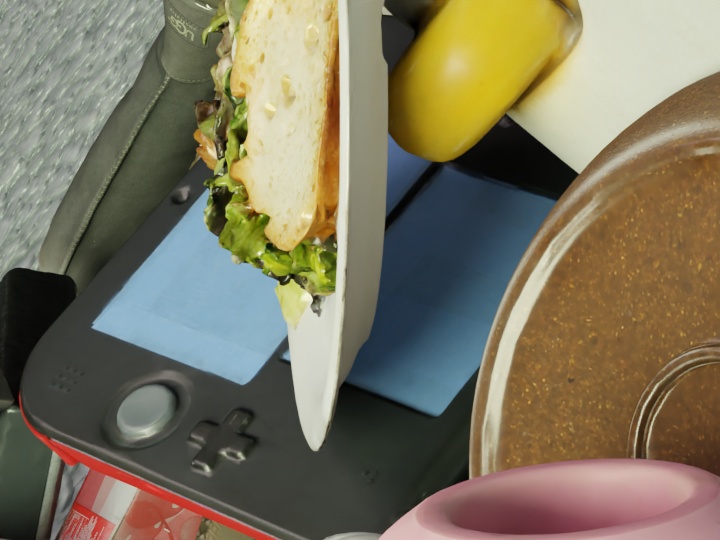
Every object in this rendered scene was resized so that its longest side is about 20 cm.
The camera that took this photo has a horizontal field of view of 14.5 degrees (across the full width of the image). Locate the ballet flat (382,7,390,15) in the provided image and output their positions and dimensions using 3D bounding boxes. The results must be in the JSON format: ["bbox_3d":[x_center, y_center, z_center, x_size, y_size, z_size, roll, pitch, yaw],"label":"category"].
[{"bbox_3d":[0.037,-0.132,1.083,0.071,0.071,0.201,-40,30,39],"label":"ballet flat"}]

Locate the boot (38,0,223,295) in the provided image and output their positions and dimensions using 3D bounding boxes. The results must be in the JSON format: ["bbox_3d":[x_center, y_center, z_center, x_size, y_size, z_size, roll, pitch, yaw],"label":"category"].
[{"bbox_3d":[-0.047,-0.088,1.199,0.182,0.073,0.200,-29,-28,-37],"label":"boot"}]

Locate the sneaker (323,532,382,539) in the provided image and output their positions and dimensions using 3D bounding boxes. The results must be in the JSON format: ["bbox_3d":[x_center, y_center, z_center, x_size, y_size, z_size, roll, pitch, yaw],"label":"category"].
[{"bbox_3d":[-0.006,0.169,0.723,0.114,0.075,0.201,179,104,-74],"label":"sneaker"}]

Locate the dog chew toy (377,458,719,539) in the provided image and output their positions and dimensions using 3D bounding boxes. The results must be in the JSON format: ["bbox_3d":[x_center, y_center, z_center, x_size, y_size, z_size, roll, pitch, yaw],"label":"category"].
[{"bbox_3d":[0.055,0.146,0.614,0.124,0.124,0.201,-165,66,-66],"label":"dog chew toy"}]

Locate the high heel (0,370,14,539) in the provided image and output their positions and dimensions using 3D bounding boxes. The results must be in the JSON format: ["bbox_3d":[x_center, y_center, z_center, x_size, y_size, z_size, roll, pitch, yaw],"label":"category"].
[{"bbox_3d":[-0.152,0.141,0.978,0.143,0.071,0.200,-46,46,28],"label":"high heel"}]

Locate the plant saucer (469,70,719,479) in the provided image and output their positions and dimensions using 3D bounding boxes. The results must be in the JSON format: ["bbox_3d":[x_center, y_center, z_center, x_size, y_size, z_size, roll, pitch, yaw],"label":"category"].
[{"bbox_3d":[0.095,0.045,0.681,0.200,0.034,0.201,-7,80,43],"label":"plant saucer"}]

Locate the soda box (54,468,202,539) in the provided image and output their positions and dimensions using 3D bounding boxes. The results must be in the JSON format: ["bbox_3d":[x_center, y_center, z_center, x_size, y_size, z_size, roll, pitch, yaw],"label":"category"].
[{"bbox_3d":[-0.035,0.033,1.031,0.201,0.070,0.063,-63,22,-5],"label":"soda box"}]

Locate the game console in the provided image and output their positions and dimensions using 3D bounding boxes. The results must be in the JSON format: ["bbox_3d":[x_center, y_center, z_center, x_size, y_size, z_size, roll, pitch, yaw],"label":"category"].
[{"bbox_3d":[0.000,0.000,0.906,0.176,0.031,0.200,16,57,44],"label":"game console"}]

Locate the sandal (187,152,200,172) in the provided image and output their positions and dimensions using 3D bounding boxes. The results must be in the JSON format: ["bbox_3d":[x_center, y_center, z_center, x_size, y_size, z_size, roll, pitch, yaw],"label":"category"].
[{"bbox_3d":[-0.043,-0.026,1.129,0.200,0.054,0.080,-56,-8,-10],"label":"sandal"}]

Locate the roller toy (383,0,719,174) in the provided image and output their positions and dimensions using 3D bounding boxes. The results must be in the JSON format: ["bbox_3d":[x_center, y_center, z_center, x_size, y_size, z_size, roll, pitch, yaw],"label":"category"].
[{"bbox_3d":[0.094,-0.117,0.796,0.200,0.140,0.183,-49,4,24],"label":"roller toy"}]

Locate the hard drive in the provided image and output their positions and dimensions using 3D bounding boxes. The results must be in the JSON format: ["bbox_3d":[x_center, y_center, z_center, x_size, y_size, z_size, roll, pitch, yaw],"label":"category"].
[{"bbox_3d":[-0.144,0.115,1.102,0.140,0.033,0.201,-104,25,-68],"label":"hard drive"}]

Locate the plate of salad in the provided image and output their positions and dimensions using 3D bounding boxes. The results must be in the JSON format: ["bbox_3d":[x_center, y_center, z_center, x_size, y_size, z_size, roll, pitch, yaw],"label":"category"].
[{"bbox_3d":[-0.023,-0.049,0.807,0.200,0.048,0.201,179,90,-84],"label":"plate of salad"}]

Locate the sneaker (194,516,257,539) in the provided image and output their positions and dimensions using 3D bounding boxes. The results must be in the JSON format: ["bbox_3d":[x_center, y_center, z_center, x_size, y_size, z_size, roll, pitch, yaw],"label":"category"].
[{"bbox_3d":[-0.027,0.122,0.899,0.070,0.075,0.201,126,165,-68],"label":"sneaker"}]
